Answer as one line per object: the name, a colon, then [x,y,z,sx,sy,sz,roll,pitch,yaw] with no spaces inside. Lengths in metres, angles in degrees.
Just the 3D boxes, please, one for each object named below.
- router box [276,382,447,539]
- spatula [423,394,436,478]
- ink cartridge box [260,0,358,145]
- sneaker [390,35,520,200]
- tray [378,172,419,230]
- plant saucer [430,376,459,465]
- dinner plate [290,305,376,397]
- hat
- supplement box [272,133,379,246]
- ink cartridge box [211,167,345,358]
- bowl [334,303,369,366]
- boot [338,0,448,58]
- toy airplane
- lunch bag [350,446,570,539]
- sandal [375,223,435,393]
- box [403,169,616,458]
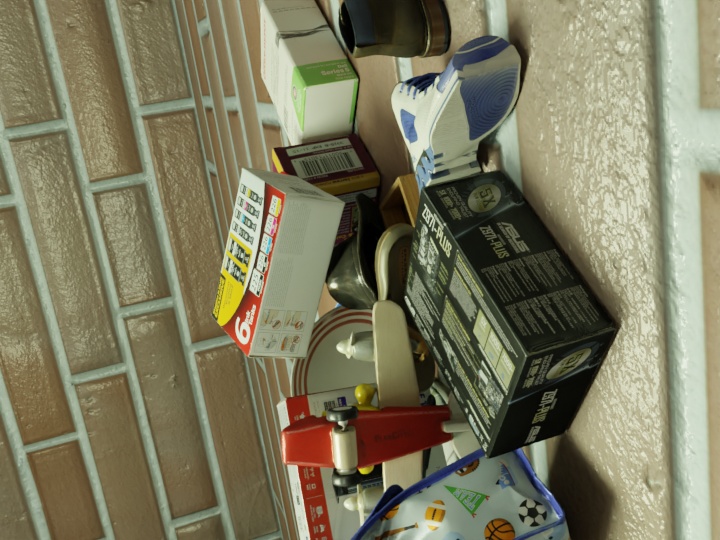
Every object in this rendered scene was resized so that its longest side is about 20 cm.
router box: [0.010,0.233,0.885,0.049,0.178,0.201,137,123,-65]
spatula: [0.075,0.237,0.860,0.057,0.020,0.201,46,-139,-56]
ink cartridge box: [-0.080,-0.283,1.132,0.146,0.083,0.201,100,151,-53]
sneaker: [0.073,-0.156,0.728,0.200,0.080,0.116,104,146,-61]
tray: [0.078,-0.004,0.914,0.099,0.037,0.201,126,129,-69]
plant saucer: [0.108,0.223,0.944,0.200,0.050,0.202,174,90,-70]
dinner plate: [-0.004,0.141,1.010,0.024,0.199,0.202,-2,101,61]
hat: [0.000,0.000,0.954,0.201,0.080,0.202,-16,-90,-75]
supplement box: [-0.053,-0.083,1.122,0.201,0.130,0.104,96,155,-47]
ink cartridge box: [-0.117,-0.017,0.961,0.175,0.083,0.201,33,112,54]
bowl: [-0.012,0.110,1.132,0.201,0.039,0.201,-56,21,35]
boot: [0.012,-0.299,0.789,0.075,0.096,0.201,108,145,-60]
toy airplane: [0.030,0.162,0.808,0.199,0.200,0.141,43,160,-19]
lunch bag: [0.092,0.276,0.733,0.124,0.199,0.171,57,174,51]
sandal: [0.059,0.049,0.853,0.054,0.080,0.202,14,114,47]
box: [0.122,0.038,0.706,0.164,0.086,0.201,95,156,-47]
